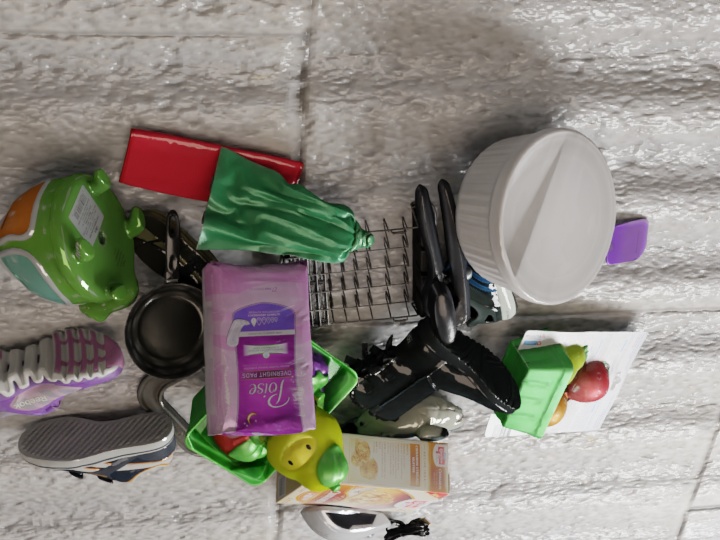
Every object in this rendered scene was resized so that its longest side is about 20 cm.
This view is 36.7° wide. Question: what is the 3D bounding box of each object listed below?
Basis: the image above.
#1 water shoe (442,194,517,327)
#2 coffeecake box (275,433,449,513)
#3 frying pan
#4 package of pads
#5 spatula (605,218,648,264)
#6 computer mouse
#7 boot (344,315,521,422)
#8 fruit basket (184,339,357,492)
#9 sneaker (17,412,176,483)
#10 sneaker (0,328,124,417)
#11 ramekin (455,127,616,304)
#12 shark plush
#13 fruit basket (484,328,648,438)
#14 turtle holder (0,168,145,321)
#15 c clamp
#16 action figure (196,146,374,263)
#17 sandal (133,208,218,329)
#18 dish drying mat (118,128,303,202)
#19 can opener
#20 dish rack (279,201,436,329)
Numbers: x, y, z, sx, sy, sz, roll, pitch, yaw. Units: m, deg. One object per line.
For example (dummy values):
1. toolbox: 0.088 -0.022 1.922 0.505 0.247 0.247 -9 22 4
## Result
1. water shoe: 0.135 -0.003 1.347 0.079 0.072 0.200 -22 126 7
2. coffeecake box: 0.001 0.275 1.472 0.199 0.073 0.154 8 156 -17
3. frying pan: -0.231 0.036 1.250 0.115 0.031 0.191 -26 109 -16
4. package of pads: -0.118 0.088 1.236 0.120 0.076 0.201 -1 85 -20
5. spatula: 0.274 -0.032 1.384 0.199 0.021 0.057 -4 113 -6
6. computer mouse: 0.001 0.369 1.552 0.199 0.044 0.110 14 159 -32
7. boot: 0.088 0.149 1.405 0.198 0.074 0.162 38 123 -25
8. fruit basket: -0.098 0.182 1.333 0.215 0.216 0.155 -40 124 17
9. sneaker: -0.340 0.238 1.415 0.199 0.079 0.080 -3 134 -3
10. sneaker: -0.384 0.135 1.340 0.199 0.081 0.089 -12 133 3
11. ramekin: 0.197 -0.066 1.256 0.202 0.094 0.203 -9 104 -38
12. shark plush: 0.045 0.220 1.492 0.199 0.091 0.083 -21 157 -2
13. fruit basket: 0.278 0.151 1.490 0.199 0.094 0.186 -3 127 -29
14. turtle holder: -0.319 -0.027 1.214 0.131 0.142 0.185 -7 166 18
15. c clamp: -0.198 0.167 1.425 0.170 0.027 0.200 -25 125 6
16. action figure: -0.078 -0.056 1.239 0.199 0.055 0.119 15 89 -13
17. sandal: -0.195 0.001 1.296 0.080 0.057 0.201 -29 111 16
18. dish drying mat: -0.170 -0.112 1.241 0.199 0.018 0.077 9 123 -19
19. can opener: 0.101 -0.015 1.280 0.063 0.079 0.201 -13 116 -13
20. dish rack: 0.000 0.000 1.334 0.199 0.055 0.154 -6 124 -5
